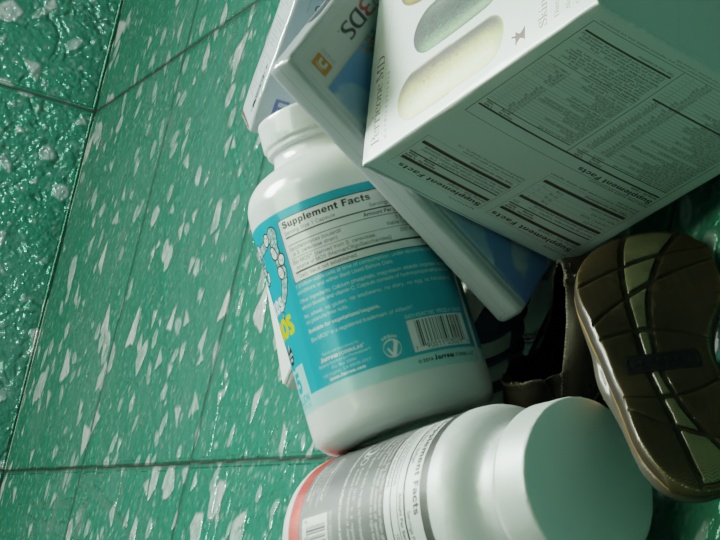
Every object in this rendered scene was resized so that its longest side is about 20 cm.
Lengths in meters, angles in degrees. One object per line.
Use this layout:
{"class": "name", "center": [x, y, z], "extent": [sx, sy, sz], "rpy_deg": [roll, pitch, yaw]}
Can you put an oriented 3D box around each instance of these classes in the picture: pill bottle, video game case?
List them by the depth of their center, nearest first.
{"class": "pill bottle", "center": [0.058, 0.138, 1.370], "extent": [0.200, 0.116, 0.116], "rpy_deg": [-23, 51, 47]}
{"class": "pill bottle", "center": [0.000, 0.000, 1.458], "extent": [0.111, 0.111, 0.200], "rpy_deg": [-40, 64, 62]}
{"class": "video game case", "center": [0.056, -0.096, 1.464], "extent": [0.022, 0.200, 0.182], "rpy_deg": [-32, 17, 42]}

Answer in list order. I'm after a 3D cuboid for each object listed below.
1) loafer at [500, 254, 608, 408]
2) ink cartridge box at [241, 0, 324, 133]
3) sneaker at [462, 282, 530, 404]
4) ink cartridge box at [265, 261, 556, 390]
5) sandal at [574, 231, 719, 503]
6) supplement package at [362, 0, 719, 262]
{"class": "loafer", "center": [0.109, 0.078, 1.442], "extent": [0.073, 0.071, 0.200], "rpy_deg": [-138, 65, -72]}
{"class": "ink cartridge box", "center": [0.045, -0.163, 1.655], "extent": [0.041, 0.199, 0.200], "rpy_deg": [-116, 42, -61]}
{"class": "sneaker", "center": [0.082, 0.062, 1.528], "extent": [0.200, 0.084, 0.075], "rpy_deg": [-63, 2, 17]}
{"class": "ink cartridge box", "center": [0.043, -0.022, 1.619], "extent": [0.146, 0.146, 0.200], "rpy_deg": [-105, 35, -59]}
{"class": "sandal", "center": [0.161, 0.054, 1.323], "extent": [0.200, 0.081, 0.055], "rpy_deg": [-103, 10, -46]}
{"class": "supplement package", "center": [0.123, -0.129, 1.377], "extent": [0.200, 0.150, 0.152], "rpy_deg": [-33, 42, 45]}
